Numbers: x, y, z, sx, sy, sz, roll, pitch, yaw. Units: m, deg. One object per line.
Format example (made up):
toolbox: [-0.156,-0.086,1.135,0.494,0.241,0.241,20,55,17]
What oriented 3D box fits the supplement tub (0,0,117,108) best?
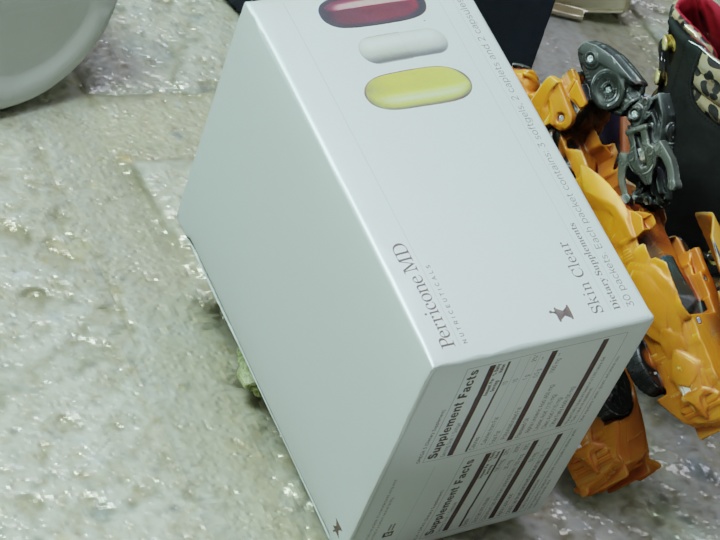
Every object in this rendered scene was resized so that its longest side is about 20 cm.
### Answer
supplement tub: [-0.230,-0.189,1.336,0.131,0.133,0.200,-18,49,-40]

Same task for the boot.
boot: [0.144,-0.068,1.241,0.073,0.151,0.200,-18,49,-38]

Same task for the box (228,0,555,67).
box: [0.023,-0.200,1.400,0.103,0.201,0.182,-9,43,-35]

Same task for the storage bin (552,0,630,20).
storage bin: [0.080,-0.262,1.603,0.197,0.094,0.201,12,35,-7]

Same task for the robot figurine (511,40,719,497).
robot figurine: [0.111,-0.005,1.185,0.058,0.145,0.201,-2,68,-51]

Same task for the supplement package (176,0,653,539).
supplement package: [0.016,-0.003,1.119,0.110,0.156,0.201,-13,58,-26]

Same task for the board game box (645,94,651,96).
board game box: [0.204,-0.012,1.357,0.198,0.041,0.201,16,36,-1]

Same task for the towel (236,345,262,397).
towel: [0.000,0.000,1.258,0.147,0.037,0.201,7,36,-16]
